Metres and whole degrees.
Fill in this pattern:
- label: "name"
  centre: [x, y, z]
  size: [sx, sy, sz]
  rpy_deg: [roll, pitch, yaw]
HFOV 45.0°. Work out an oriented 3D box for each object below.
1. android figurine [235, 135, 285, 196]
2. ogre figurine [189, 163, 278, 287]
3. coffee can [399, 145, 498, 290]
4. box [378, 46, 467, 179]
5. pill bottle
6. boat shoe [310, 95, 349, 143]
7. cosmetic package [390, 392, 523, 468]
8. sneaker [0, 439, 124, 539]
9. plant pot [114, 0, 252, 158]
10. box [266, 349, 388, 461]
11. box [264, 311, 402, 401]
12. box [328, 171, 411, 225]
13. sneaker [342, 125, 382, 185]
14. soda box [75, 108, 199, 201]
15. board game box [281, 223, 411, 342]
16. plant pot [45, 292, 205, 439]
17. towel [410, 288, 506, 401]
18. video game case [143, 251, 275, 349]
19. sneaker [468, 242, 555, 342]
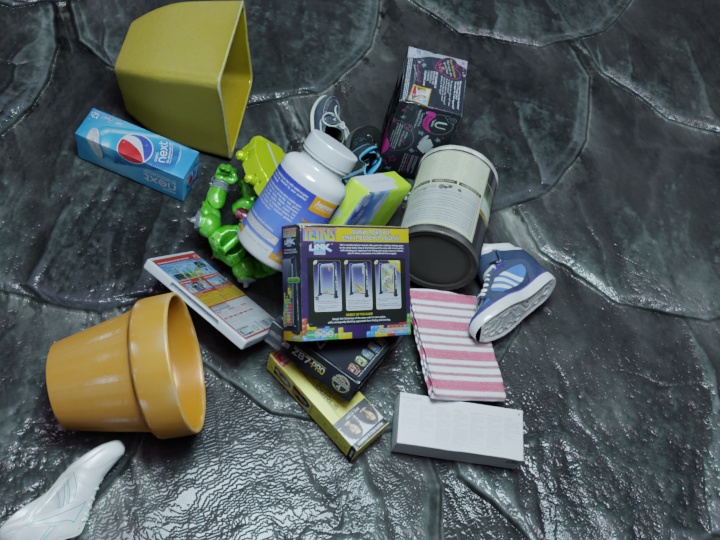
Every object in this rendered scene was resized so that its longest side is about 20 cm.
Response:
- label: "android figurine"
  centre: [-0.134, -0.145, 1.439]
  size: [0.041, 0.199, 0.183]
  rpy_deg: [-32, 66, 21]
- label: "ogre figurine"
  centre: [-0.193, -0.064, 1.414]
  size: [0.120, 0.098, 0.201]
  rpy_deg: [-43, 118, -25]
- label: "coffee can"
  centre: [0.145, -0.090, 1.465]
  size: [0.145, 0.147, 0.201]
  rpy_deg: [20, 53, 0]
- label: "box"
  centre: [0.109, -0.272, 1.540]
  size: [0.113, 0.200, 0.133]
  rpy_deg: [13, 59, -5]
- label: "pill bottle"
  centre: [-0.091, -0.106, 1.311]
  size: [0.112, 0.201, 0.112]
  rpy_deg: [32, 15, -10]
- label: "boat shoe"
  centre: [-0.056, -0.240, 1.545]
  size: [0.061, 0.075, 0.201]
  rpy_deg: [-16, 43, 30]
- label: "cosmetic package"
  centre: [0.149, 0.248, 1.341]
  size: [0.198, 0.051, 0.083]
  rpy_deg: [10, 62, -6]
- label: "sneaker"
  centre: [-0.393, 0.316, 1.185]
  size: [0.080, 0.070, 0.200]
  rpy_deg: [45, 68, 4]
- label: "plant pot"
  centre: [-0.308, -0.340, 1.504]
  size: [0.198, 0.196, 0.196]
  rpy_deg: [8, 59, 2]
- label: "box"
  centre: [-0.052, 0.189, 1.331]
  size: [0.075, 0.050, 0.200]
  rpy_deg: [-35, 71, -28]
- label: "box"
  centre: [-0.031, 0.094, 1.351]
  size: [0.160, 0.049, 0.200]
  rpy_deg: [34, 35, 11]
- label: "box"
  centre: [0.001, -0.095, 1.409]
  size: [0.048, 0.122, 0.200]
  rpy_deg: [40, 22, 14]
- label: "sneaker"
  centre: [0.010, -0.192, 1.495]
  size: [0.074, 0.081, 0.201]
  rpy_deg: [58, 34, -25]
- label: "soda box"
  centre: [-0.376, -0.196, 1.472]
  size: [0.198, 0.068, 0.065]
  rpy_deg: [22, 58, 1]
- label: "board game box"
  centre: [-0.019, 0.018, 1.282]
  size: [0.198, 0.056, 0.167]
  rpy_deg: [0, 87, -36]
- label: "plant pot"
  centre: [-0.332, 0.147, 1.229]
  size: [0.181, 0.201, 0.202]
  rpy_deg: [-11, 62, 1]
- label: "towel"
  centre: [0.150, 0.121, 1.401]
  size: [0.145, 0.030, 0.202]
  rpy_deg: [7, 54, -29]
- label: "video game case"
  centre: [-0.224, 0.042, 1.345]
  size: [0.199, 0.018, 0.143]
  rpy_deg: [39, 16, 10]
- label: "sneaker"
  centre: [0.216, 0.025, 1.462]
  size: [0.199, 0.081, 0.146]
  rpy_deg: [-30, 54, -28]
